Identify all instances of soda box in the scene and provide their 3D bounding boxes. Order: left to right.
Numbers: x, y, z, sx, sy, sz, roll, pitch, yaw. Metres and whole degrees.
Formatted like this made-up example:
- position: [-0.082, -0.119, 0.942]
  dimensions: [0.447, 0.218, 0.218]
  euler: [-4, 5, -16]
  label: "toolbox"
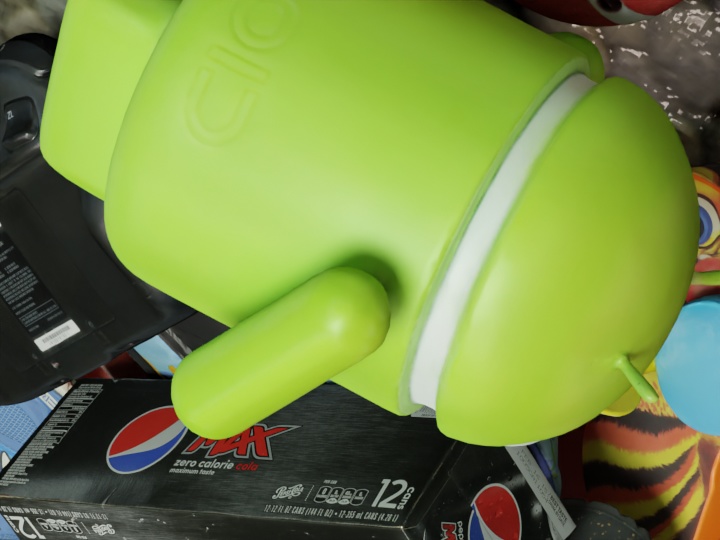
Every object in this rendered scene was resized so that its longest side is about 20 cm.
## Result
- position: [-0.030, 0.082, 0.959]
  dimensions: [0.200, 0.063, 0.071]
  euler: [0, 133, 42]
  label: "soda box"

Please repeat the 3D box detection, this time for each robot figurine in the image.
- position: [0.008, -0.026, 0.806]
  dimensions: [0.200, 0.175, 0.116]
  euler: [27, 127, 12]
  label: "robot figurine"

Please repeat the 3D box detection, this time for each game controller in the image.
- position: [-0.115, -0.011, 0.944]
  dimensions: [0.104, 0.042, 0.200]
  euler: [46, 151, -10]
  label: "game controller"

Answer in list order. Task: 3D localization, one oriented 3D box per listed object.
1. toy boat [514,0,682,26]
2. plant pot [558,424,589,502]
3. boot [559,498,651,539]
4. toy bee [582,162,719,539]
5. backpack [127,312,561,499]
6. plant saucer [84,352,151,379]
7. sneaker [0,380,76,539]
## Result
- position: [0.027, -0.144, 0.808]
  dimensions: [0.130, 0.131, 0.200]
  euler: [-16, 126, 48]
  label: "toy boat"
- position: [0.101, 0.145, 1.091]
  dimensions: [0.200, 0.178, 0.201]
  euler: [20, 146, 14]
  label: "plant pot"
- position: [0.008, 0.150, 0.971]
  dimensions: [0.200, 0.132, 0.070]
  euler: [-15, 133, 43]
  label: "boot"
- position: [0.126, 0.006, 0.976]
  dimensions: [0.109, 0.200, 0.131]
  euler: [43, -168, 30]
  label: "toy bee"
- position: [0.000, 0.000, 1.008]
  dimensions: [0.182, 0.135, 0.200]
  euler: [-5, 132, 47]
  label: "backpack"
- position: [-0.126, -0.004, 1.128]
  dimensions: [0.200, 0.037, 0.200]
  euler: [53, 171, -31]
  label: "plant saucer"
- position: [-0.161, 0.078, 1.242]
  dimensions: [0.079, 0.089, 0.200]
  euler: [42, 165, 33]
  label: "sneaker"
